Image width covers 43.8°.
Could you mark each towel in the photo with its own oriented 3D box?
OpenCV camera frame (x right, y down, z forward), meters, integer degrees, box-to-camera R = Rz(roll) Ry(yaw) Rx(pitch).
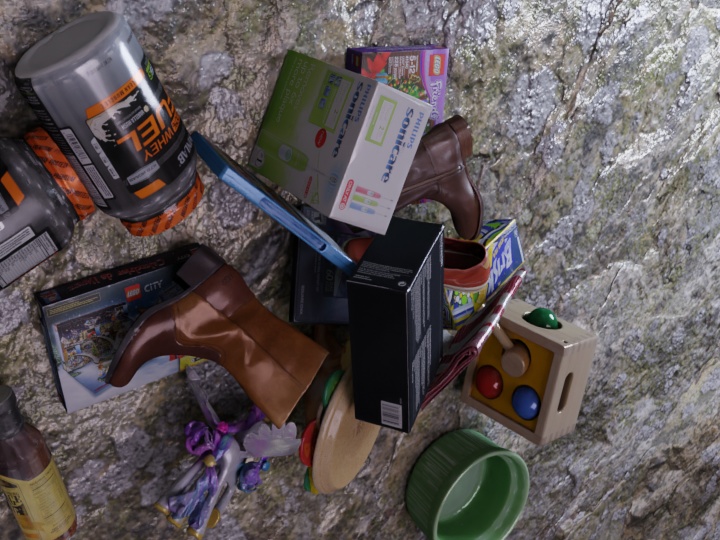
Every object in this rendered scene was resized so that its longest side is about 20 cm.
[{"bbox_3d":[0.148,0.087,1.198,0.145,0.023,0.200,-52,177,41],"label":"towel"}]

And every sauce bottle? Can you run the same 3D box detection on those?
[{"bbox_3d":[-0.375,0.220,1.001,0.065,0.066,0.204,-25,120,-24],"label":"sauce bottle"}]

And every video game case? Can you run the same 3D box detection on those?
[{"bbox_3d":[-0.097,-0.074,1.003,0.199,0.143,0.018,38,94,-32],"label":"video game case"},{"bbox_3d":[0.000,0.000,1.166,0.196,0.019,0.147,6,87,-32],"label":"video game case"}]

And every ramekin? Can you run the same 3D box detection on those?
[{"bbox_3d":[0.167,0.356,1.434,0.196,0.097,0.205,-15,118,-30],"label":"ramekin"}]

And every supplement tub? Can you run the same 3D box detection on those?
[{"bbox_3d":[-0.363,-0.042,0.853,0.199,0.122,0.124,-38,128,-17],"label":"supplement tub"},{"bbox_3d":[-0.242,-0.141,0.897,0.122,0.122,0.202,-38,128,-15],"label":"supplement tub"}]

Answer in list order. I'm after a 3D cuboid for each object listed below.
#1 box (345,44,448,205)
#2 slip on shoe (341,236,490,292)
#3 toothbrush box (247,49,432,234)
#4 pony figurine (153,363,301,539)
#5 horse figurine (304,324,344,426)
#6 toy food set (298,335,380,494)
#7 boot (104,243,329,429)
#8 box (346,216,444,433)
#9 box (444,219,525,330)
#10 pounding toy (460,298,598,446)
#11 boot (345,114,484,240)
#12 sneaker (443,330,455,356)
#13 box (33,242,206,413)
[{"bbox_3d":[0.042,-0.181,1.142,0.134,0.039,0.205,-12,117,-32],"label":"box"},{"bbox_3d":[0.070,-0.017,1.127,0.195,0.075,0.062,7,142,-2],"label":"slip on shoe"},{"bbox_3d":[-0.029,-0.148,1.001,0.085,0.199,0.148,14,103,-39],"label":"toothbrush box"},{"bbox_3d":[-0.166,0.219,1.090,0.202,0.165,0.194,-55,169,-21],"label":"pony figurine"},{"bbox_3d":[-0.029,0.161,1.232,0.130,0.050,0.204,13,106,-32],"label":"horse figurine"},{"bbox_3d":[-0.019,0.190,1.149,0.199,0.048,0.203,-52,152,-41],"label":"toy food set"},{"bbox_3d":[-0.160,0.104,0.999,0.200,0.068,0.189,42,70,-8],"label":"boot"},{"bbox_3d":[0.045,0.062,1.050,0.142,0.077,0.204,-53,148,-49],"label":"box"},{"bbox_3d":[0.151,0.002,1.241,0.199,0.063,0.071,-39,119,-41],"label":"box"},{"bbox_3d":[0.234,0.126,1.344,0.140,0.182,0.205,-9,116,-45],"label":"pounding toy"},{"bbox_3d":[0.058,-0.081,1.137,0.197,0.064,0.190,-28,125,-20],"label":"boot"},{"bbox_3d":[0.080,0.069,1.265,0.198,0.074,0.083,27,85,-41],"label":"sneaker"},{"bbox_3d":[-0.260,0.064,1.030,0.197,0.038,0.140,-19,120,-28],"label":"box"}]
